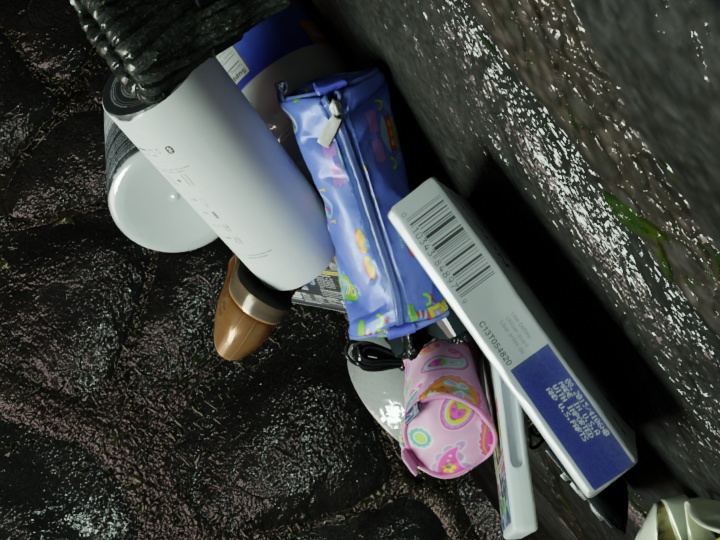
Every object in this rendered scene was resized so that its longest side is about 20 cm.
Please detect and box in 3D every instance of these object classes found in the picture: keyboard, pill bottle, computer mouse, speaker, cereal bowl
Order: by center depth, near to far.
[{"bbox_3d":[-0.092,-0.071,0.647,0.200,0.081,0.081,52,179,-44],"label":"speaker"},{"bbox_3d":[0.156,0.145,0.677,0.104,0.040,0.200,55,-170,15],"label":"keyboard"},{"bbox_3d":[-0.081,-0.171,0.742,0.201,0.112,0.112,54,175,10],"label":"pill bottle"},{"bbox_3d":[-0.166,-0.114,0.778,0.107,0.106,0.201,59,-173,-40],"label":"pill bottle"},{"bbox_3d":[0.053,0.022,0.986,0.046,0.139,0.202,130,148,-48],"label":"computer mouse"},{"bbox_3d":[0.085,0.123,1.042,0.199,0.084,0.201,31,-155,-16],"label":"cereal bowl"}]

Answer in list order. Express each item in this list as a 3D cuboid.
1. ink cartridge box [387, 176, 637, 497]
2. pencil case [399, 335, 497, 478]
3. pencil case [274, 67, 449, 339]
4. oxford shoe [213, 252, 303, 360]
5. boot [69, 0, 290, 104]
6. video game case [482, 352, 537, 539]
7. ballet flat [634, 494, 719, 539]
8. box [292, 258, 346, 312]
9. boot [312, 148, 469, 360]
[{"bbox_3d":[0.108,0.037,0.595,0.200,0.040,0.200,55,-169,9],"label":"ink cartridge box"},{"bbox_3d":[0.072,0.102,0.814,0.088,0.087,0.200,57,-165,-18],"label":"pencil case"},{"bbox_3d":[0.003,-0.047,0.649,0.087,0.077,0.202,-72,-34,-79],"label":"pencil case"},{"bbox_3d":[-0.095,0.022,0.784,0.071,0.072,0.200,33,-167,-4],"label":"oxford shoe"},{"bbox_3d":[-0.111,-0.198,0.568,0.211,0.157,0.080,49,171,50],"label":"boot"},{"bbox_3d":[0.128,0.138,0.792,0.200,0.023,0.184,70,-165,-71],"label":"video game case"},{"bbox_3d":[0.210,0.175,0.563,0.200,0.066,0.068,97,159,-79],"label":"ballet flat"},{"bbox_3d":[-0.030,-0.036,0.894,0.199,0.049,0.162,7,127,48],"label":"box"},{"bbox_3d":[0.000,0.000,0.779,0.199,0.076,0.169,-16,103,47],"label":"boot"}]
